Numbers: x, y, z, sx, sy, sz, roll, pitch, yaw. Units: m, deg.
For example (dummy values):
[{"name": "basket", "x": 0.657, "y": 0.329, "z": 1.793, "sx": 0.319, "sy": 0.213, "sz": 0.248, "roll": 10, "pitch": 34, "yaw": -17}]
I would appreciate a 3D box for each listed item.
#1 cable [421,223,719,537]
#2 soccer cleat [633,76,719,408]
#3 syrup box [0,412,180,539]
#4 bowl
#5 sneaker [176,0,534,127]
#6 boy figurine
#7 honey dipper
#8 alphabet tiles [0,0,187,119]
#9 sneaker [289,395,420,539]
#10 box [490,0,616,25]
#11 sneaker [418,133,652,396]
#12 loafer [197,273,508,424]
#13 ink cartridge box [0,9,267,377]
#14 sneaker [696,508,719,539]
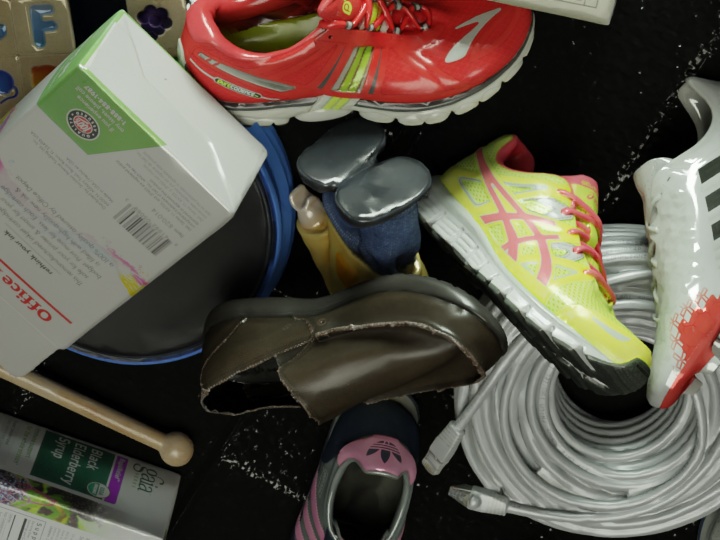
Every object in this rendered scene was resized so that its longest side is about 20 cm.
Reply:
[{"name": "cable", "x": 0.156, "y": 0.071, "z": 1.173, "sx": 0.198, "sy": 0.069, "sz": 0.201, "roll": 20, "pitch": 115, "yaw": -7}, {"name": "soccer cleat", "x": 0.184, "y": -0.018, "z": 1.079, "sx": 0.085, "sy": 0.201, "sz": 0.069, "roll": 24, "pitch": 161, "yaw": 3}, {"name": "syrup box", "x": -0.221, "y": 0.148, "z": 1.230, "sx": 0.198, "sy": 0.079, "sz": 0.082, "roll": 19, "pitch": 116, "yaw": -6}, {"name": "bowl", "x": -0.138, "y": -0.033, "z": 1.155, "sx": 0.198, "sy": 0.039, "sz": 0.202, "roll": 1, "pitch": 117, "yaw": 3}, {"name": "sneaker", "x": -0.001, "y": -0.127, "z": 1.047, "sx": 0.198, "sy": 0.078, "sz": 0.085, "roll": -9, "pitch": 148, "yaw": -2}, {"name": "boy figurine", "x": 0.000, "y": 0.000, "z": 1.128, "sx": 0.064, "sy": 0.124, "sz": 0.201, "roll": -33, "pitch": 151, "yaw": -24}, {"name": "honey dipper", "x": -0.196, "y": 0.076, "z": 1.220, "sx": 0.199, "sy": 0.038, "sz": 0.038, "roll": 27, "pitch": 116, "yaw": -14}, {"name": "alphabet tiles", "x": -0.191, "y": -0.107, "z": 1.097, "sx": 0.198, "sy": 0.008, "sz": 0.169, "roll": -2, "pitch": 116, "yaw": 6}, {"name": "sneaker", "x": -0.009, "y": 0.172, "z": 1.225, "sx": 0.069, "sy": 0.082, "sz": 0.202, "roll": 9, "pitch": 120, "yaw": -3}, {"name": "box", "x": 0.048, "y": -0.204, "z": 1.035, "sx": 0.198, "sy": 0.078, "sz": 0.096, "roll": 12, "pitch": 117, "yaw": -3}, {"name": "sneaker", "x": 0.106, "y": -0.012, "z": 1.076, "sx": 0.090, "sy": 0.200, "sz": 0.078, "roll": -41, "pitch": 140, "yaw": 0}, {"name": "loafer", "x": -0.008, "y": 0.055, "z": 1.074, "sx": 0.199, "sy": 0.072, "sz": 0.073, "roll": -8, "pitch": 137, "yaw": 35}, {"name": "ink cartridge box", "x": -0.162, "y": -0.037, "z": 1.074, "sx": 0.117, "sy": 0.068, "sz": 0.199, "roll": 44, "pitch": 125, "yaw": -16}, {"name": "sneaker", "x": 0.264, "y": 0.161, "z": 1.185, "sx": 0.080, "sy": 0.115, "sz": 0.201, "roll": 14, "pitch": 117, "yaw": -2}]
